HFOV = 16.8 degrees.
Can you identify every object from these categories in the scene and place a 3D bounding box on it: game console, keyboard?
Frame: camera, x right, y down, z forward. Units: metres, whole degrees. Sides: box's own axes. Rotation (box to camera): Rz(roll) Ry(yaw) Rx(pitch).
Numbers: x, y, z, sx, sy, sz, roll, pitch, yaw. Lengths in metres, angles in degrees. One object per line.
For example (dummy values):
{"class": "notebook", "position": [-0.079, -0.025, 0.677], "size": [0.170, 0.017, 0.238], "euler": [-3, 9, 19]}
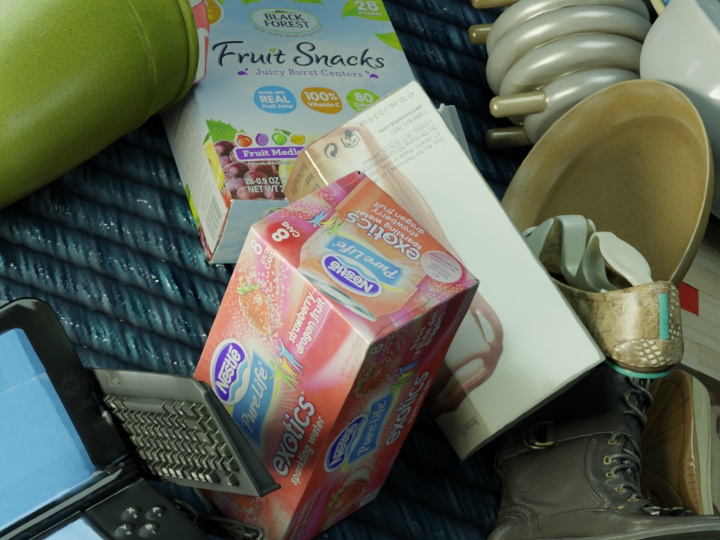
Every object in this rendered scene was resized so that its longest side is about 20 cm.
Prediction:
{"class": "game console", "position": [-0.196, 0.131, 1.251], "size": [0.200, 0.117, 0.176], "euler": [-29, 36, -22]}
{"class": "keyboard", "position": [-0.104, 0.107, 1.329], "size": [0.021, 0.200, 0.127], "euler": [-42, 110, -24]}

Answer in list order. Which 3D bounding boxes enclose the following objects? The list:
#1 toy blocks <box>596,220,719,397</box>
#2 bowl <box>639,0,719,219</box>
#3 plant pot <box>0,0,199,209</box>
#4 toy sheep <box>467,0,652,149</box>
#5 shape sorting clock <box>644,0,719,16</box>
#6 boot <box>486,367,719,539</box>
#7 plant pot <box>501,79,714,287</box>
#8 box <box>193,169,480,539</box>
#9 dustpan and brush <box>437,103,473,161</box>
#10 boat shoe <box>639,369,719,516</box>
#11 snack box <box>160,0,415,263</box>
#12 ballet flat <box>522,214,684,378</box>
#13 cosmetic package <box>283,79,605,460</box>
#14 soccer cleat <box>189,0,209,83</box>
{"class": "toy blocks", "position": [0.224, 0.035, 1.610], "size": [0.136, 0.100, 0.200], "euler": [26, 41, -16]}
{"class": "bowl", "position": [0.250, -0.096, 1.635], "size": [0.201, 0.090, 0.201], "euler": [44, 15, -15]}
{"class": "plant pot", "position": [-0.236, -0.123, 1.492], "size": [0.200, 0.201, 0.193], "euler": [35, 56, 11]}
{"class": "toy sheep", "position": [0.147, -0.154, 1.725], "size": [0.137, 0.138, 0.201], "euler": [2, 65, -22]}
{"class": "shape sorting clock", "position": [0.250, -0.179, 1.803], "size": [0.200, 0.039, 0.200], "euler": [44, 29, -31]}
{"class": "boot", "position": [0.153, 0.119, 1.443], "size": [0.199, 0.069, 0.175], "euler": [-9, 40, 25]}
{"class": "plant pot", "position": [0.157, -0.027, 1.568], "size": [0.027, 0.200, 0.201], "euler": [28, 36, -33]}
{"class": "box", "position": [-0.026, 0.056, 1.383], "size": [0.095, 0.200, 0.103], "euler": [-28, 63, -40]}
{"class": "dustpan and brush", "position": [0.000, 0.000, 1.536], "size": [0.199, 0.140, 0.057], "euler": [-27, 34, -9]}
{"class": "boat shoe", "position": [0.206, 0.160, 1.477], "size": [0.072, 0.072, 0.201], "euler": [26, 50, -30]}
{"class": "snack box", "position": [-0.042, -0.098, 1.627], "size": [0.168, 0.068, 0.200], "euler": [-1, 47, -24]}
{"class": "ballet flat", "position": [0.137, 0.003, 1.476], "size": [0.070, 0.066, 0.200], "euler": [-3, 19, -29]}
{"class": "cosmetic package", "position": [0.046, 0.002, 1.440], "size": [0.087, 0.103, 0.200], "euler": [-32, 82, -15]}
{"class": "soccer cleat", "position": [-0.179, -0.166, 1.608], "size": [0.199, 0.074, 0.068], "euler": [10, 28, 39]}
